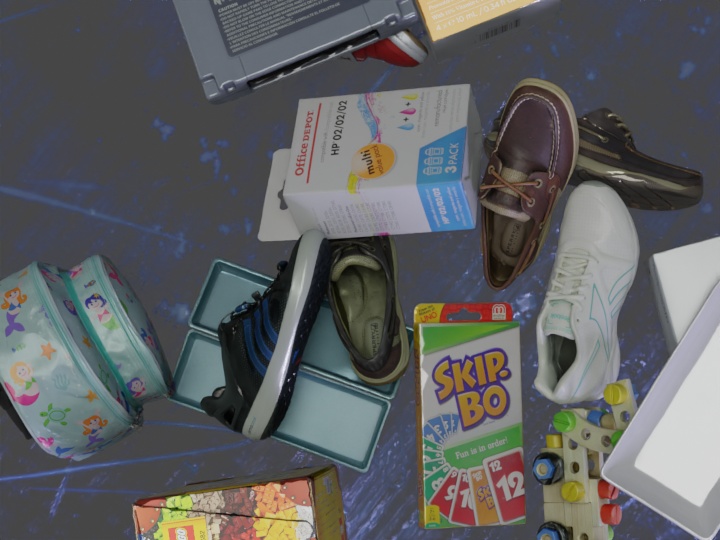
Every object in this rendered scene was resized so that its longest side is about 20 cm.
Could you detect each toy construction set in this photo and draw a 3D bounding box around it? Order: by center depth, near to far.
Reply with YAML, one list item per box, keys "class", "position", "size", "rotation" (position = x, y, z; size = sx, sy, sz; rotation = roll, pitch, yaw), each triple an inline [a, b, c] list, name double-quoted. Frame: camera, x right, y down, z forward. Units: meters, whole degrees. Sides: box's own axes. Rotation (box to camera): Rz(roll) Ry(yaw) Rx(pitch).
- class: "toy construction set"
  position: [0.213, 0.194, 1.406]
  size: [0.131, 0.092, 0.200]
  rotation: [-6, 70, 36]

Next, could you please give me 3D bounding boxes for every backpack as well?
- class: "backpack"
  position: [-0.254, 0.074, 1.419]
  size: [0.150, 0.200, 0.178]
  rotation: [-29, 84, 3]

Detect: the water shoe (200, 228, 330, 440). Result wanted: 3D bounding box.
- class: "water shoe"
  position: [-0.087, 0.051, 1.417]
  size: [0.079, 0.071, 0.200]
  rotation: [21, 105, 10]

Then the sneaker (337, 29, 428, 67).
- class: "sneaker"
  position: [-0.045, -0.208, 1.479]
  size: [0.200, 0.071, 0.113]
  rotation: [31, 86, 14]

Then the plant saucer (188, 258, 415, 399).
- class: "plant saucer"
  position: [-0.052, 0.054, 1.478]
  size: [0.200, 0.019, 0.070]
  rotation: [19, 74, 7]

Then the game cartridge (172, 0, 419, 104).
- class: "game cartridge"
  position: [-0.062, -0.242, 1.436]
  size: [0.200, 0.042, 0.133]
  rotation: [-21, 69, 4]

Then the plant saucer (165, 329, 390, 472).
- class: "plant saucer"
  position: [-0.075, 0.119, 1.491]
  size: [0.200, 0.019, 0.070]
  rotation: [20, 88, 6]

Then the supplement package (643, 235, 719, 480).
- class: "supplement package"
  position: [0.348, 0.064, 1.406]
  size: [0.155, 0.111, 0.200]
  rotation: [-15, 85, 4]

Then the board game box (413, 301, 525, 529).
- class: "board game box"
  position: [0.097, 0.128, 1.457]
  size: [0.095, 0.030, 0.200]
  rotation: [-1, 84, -13]

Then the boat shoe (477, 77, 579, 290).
- class: "boat shoe"
  position: [0.137, -0.069, 1.400]
  size: [0.072, 0.072, 0.200]
  rotation: [21, 130, 12]

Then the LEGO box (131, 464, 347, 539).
- class: "LEGO box"
  position: [-0.098, 0.218, 1.395]
  size: [0.149, 0.200, 0.077]
  rotation: [-9, 85, 5]

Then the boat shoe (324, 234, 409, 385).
- class: "boat shoe"
  position: [-0.001, 0.001, 1.448]
  size: [0.072, 0.066, 0.201]
  rotation: [-14, 71, 3]

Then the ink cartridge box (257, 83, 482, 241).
- class: "ink cartridge box"
  position: [0.002, -0.093, 1.432]
  size: [0.200, 0.068, 0.115]
  rotation: [-4, 52, 15]

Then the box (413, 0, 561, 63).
- class: "box"
  position: [0.088, -0.307, 1.459]
  size: [0.124, 0.097, 0.200]
  rotation: [-22, 85, 4]

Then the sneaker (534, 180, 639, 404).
- class: "sneaker"
  position: [0.193, 0.023, 1.414]
  size: [0.070, 0.080, 0.201]
  rotation: [10, 101, 36]

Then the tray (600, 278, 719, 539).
- class: "tray"
  position: [0.293, 0.112, 1.341]
  size: [0.107, 0.022, 0.200]
  rotation: [32, 91, 7]

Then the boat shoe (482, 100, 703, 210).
- class: "boat shoe"
  position: [0.211, -0.109, 1.445]
  size: [0.200, 0.075, 0.073]
  rotation: [16, 78, 8]
